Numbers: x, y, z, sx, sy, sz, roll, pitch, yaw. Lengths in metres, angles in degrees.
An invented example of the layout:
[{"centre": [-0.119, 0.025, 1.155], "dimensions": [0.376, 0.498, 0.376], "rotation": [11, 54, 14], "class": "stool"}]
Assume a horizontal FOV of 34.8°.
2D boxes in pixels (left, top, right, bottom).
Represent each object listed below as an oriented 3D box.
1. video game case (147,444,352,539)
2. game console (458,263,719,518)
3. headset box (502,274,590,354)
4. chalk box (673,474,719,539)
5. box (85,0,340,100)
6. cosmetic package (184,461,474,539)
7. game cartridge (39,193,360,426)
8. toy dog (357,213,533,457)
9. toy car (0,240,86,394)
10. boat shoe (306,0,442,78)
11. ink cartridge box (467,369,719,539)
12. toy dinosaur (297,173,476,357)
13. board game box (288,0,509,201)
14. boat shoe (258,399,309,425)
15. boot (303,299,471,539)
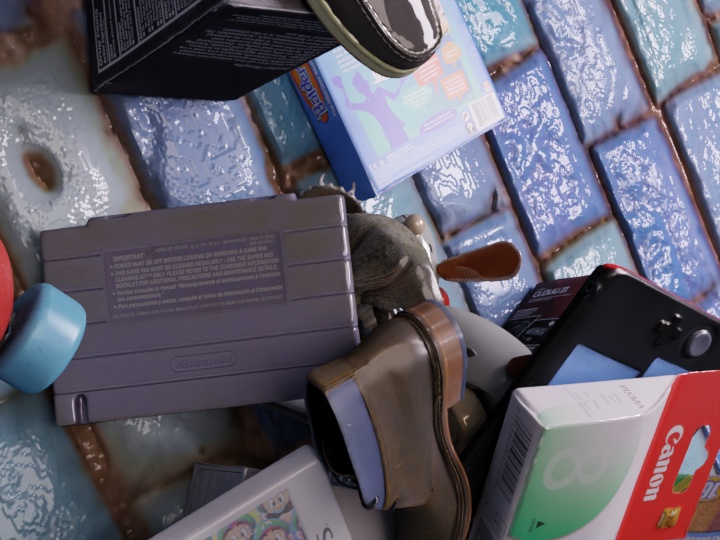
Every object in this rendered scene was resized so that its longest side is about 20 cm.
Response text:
[{"centre": [-0.085, 0.229, 0.711], "dimensions": [0.198, 0.024, 0.184], "rotation": [-29, 123, -16], "class": "video game case"}, {"centre": [0.165, 0.101, 0.788], "dimensions": [0.175, 0.031, 0.201], "rotation": [21, 109, -40], "class": "game console"}, {"centre": [0.163, 0.114, 0.921], "dimensions": [0.200, 0.077, 0.150], "rotation": [-46, 108, -27], "class": "headset box"}, {"centre": [0.276, 0.281, 0.943], "dimensions": [0.200, 0.124, 0.125], "rotation": [-44, 107, -30], "class": "chalk box"}, {"centre": [-0.090, -0.232, 0.732], "dimensions": [0.122, 0.197, 0.204], "rotation": [-2, 85, -35], "class": "box"}, {"centre": [-0.016, 0.176, 0.795], "dimensions": [0.198, 0.082, 0.052], "rotation": [18, 77, -29], "class": "cosmetic package"}, {"centre": [-0.101, 0.024, 0.732], "dimensions": [0.196, 0.038, 0.132], "rotation": [-6, 82, 3], "class": "game cartridge"}, {"centre": [0.073, 0.035, 0.814], "dimensions": [0.200, 0.097, 0.132], "rotation": [41, 57, 15], "class": "toy dog"}, {"centre": [-0.243, 0.058, 0.574], "dimensions": [0.184, 0.200, 0.178], "rotation": [36, 92, -28], "class": "toy car"}, {"centre": [-0.007, -0.202, 0.624], "dimensions": [0.072, 0.066, 0.203], "rotation": [-37, 105, -34], "class": "boat shoe"}, {"centre": [0.176, 0.149, 0.781], "dimensions": [0.197, 0.050, 0.163], "rotation": [-1, 121, -22], "class": "ink cartridge box"}, {"centre": [0.000, 0.000, 0.768], "dimensions": [0.076, 0.199, 0.104], "rotation": [17, 97, -41], "class": "toy dinosaur"}, {"centre": [0.014, -0.175, 0.882], "dimensions": [0.151, 0.045, 0.203], "rotation": [-30, 100, -31], "class": "board game box"}, {"centre": [-0.033, 0.097, 0.803], "dimensions": [0.201, 0.074, 0.065], "rotation": [37, 72, -19], "class": "boat shoe"}, {"centre": [0.012, 0.122, 0.707], "dimensions": [0.096, 0.074, 0.203], "rotation": [-21, 121, -32], "class": "boot"}]
